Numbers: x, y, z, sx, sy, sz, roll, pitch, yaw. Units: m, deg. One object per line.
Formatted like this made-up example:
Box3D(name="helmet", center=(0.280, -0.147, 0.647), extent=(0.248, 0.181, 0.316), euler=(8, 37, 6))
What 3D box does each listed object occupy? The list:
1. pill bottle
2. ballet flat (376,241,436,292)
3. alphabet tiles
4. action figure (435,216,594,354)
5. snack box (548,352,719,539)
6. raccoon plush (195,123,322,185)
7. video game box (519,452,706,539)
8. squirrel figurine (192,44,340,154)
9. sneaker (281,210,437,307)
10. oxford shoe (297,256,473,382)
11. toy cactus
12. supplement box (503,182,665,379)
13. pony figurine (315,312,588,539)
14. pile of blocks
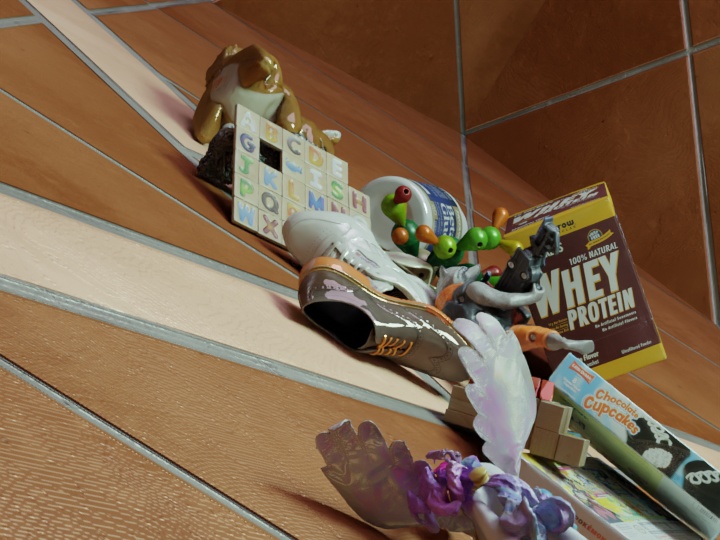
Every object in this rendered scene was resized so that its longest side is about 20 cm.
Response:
Box3D(name="pill bottle", center=(0.068, -0.057, 2.105), extent=(0.111, 0.112, 0.200), euler=(36, 11, 19))
Box3D(name="ballet flat", center=(0.077, 0.030, 1.853), extent=(0.199, 0.070, 0.070), euler=(30, 10, -11))
Box3D(name="alphabet tiles", center=(-0.064, -0.083, 1.872), extent=(0.199, 0.008, 0.169), euler=(26, 45, -32))
Box3D(name="action figure", center=(0.147, 0.046, 1.684), extent=(0.104, 0.202, 0.193), euler=(-1, 32, -42))
Box3D(name="snack box", center=(0.255, 0.162, 1.500), extent=(0.199, 0.037, 0.116), euler=(39, -11, 14))
Box3D(name="raccoon plush", center=(-0.092, -0.099, 1.902), extent=(0.199, 0.097, 0.133), euler=(38, 20, 27))
Box3D(name="video game box", center=(0.231, 0.229, 1.449), extent=(0.182, 0.047, 0.199), euler=(40, 12, 28))
Box3D(name="squirrel figurine", center=(-0.117, -0.203, 2.181), extent=(0.186, 0.142, 0.200), euler=(34, 11, -27))
Box3D(name="sneaker", center=(0.000, 0.000, 1.736), extent=(0.199, 0.075, 0.100), euler=(34, 9, 10))
Box3D(name="oxford shoe", center=(0.025, 0.064, 1.587), extent=(0.198, 0.072, 0.073), euler=(26, 31, -11))
Box3D(name="toy cactus", center=(0.087, -0.024, 1.898), extent=(0.199, 0.165, 0.103), euler=(25, 57, -26))
Box3D(name="supplement box", center=(0.271, 0.017, 2.014), extent=(0.197, 0.131, 0.202), euler=(-52, 122, -79))
Box3D(name="pony figurine", center=(0.083, 0.157, 1.134), extent=(0.200, 0.166, 0.194), euler=(43, -18, 58))
Box3D(name="pile of blocks", center=(0.154, 0.126, 1.485), extent=(0.081, 0.063, 0.199), euler=(14, 0, -29))
